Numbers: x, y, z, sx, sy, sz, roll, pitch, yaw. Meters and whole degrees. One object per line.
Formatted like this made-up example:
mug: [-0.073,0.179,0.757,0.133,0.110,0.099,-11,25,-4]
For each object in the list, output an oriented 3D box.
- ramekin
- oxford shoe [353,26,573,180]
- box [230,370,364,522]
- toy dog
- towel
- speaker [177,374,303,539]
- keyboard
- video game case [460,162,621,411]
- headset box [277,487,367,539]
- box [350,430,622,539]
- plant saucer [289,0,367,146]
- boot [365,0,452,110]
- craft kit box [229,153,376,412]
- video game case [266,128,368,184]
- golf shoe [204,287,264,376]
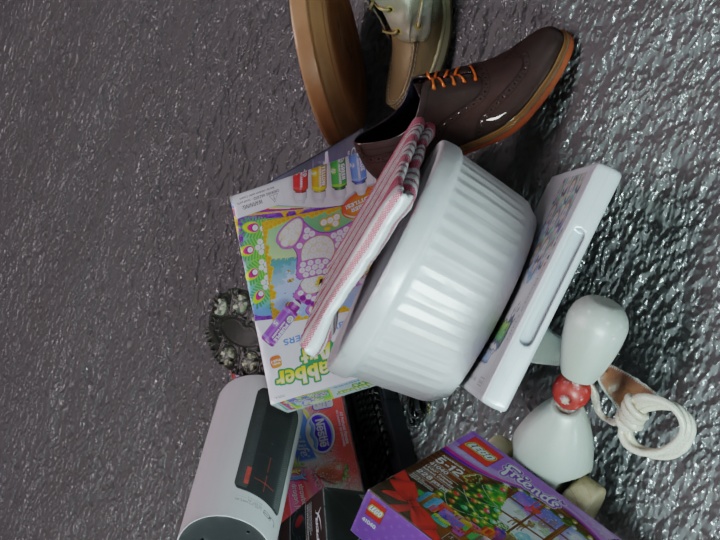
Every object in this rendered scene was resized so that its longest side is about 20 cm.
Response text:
ramekin: [0.058,0.008,1.264,0.203,0.094,0.202,-63,2,4]
oxford shoe: [0.084,-0.139,1.342,0.200,0.073,0.071,-39,27,9]
box: [-0.054,0.169,1.540,0.095,0.102,0.200,78,178,-52]
toy dog: [0.156,0.101,1.181,0.132,0.096,0.200,45,127,6]
towel: [0.011,-0.029,1.254,0.146,0.030,0.200,-60,4,22]
speaker: [-0.100,0.176,1.389,0.200,0.081,0.081,-79,12,-59]
keyboard: [0.022,0.120,1.525,0.127,0.021,0.200,-58,36,40]
video game case: [0.125,0.010,1.209,0.182,0.024,0.200,-64,2,-1]
headset box: [-0.008,0.260,1.395,0.200,0.148,0.075,-47,40,50]
box: [0.110,0.194,1.093,0.200,0.137,0.039,35,119,23]
plant saucer: [-0.027,-0.217,1.597,0.200,0.032,0.201,-9,-90,-79]
boot: [0.009,-0.252,1.510,0.072,0.154,0.200,20,100,63]
craft kit box: [0.000,0.000,1.413,0.200,0.049,0.198,-19,72,15]
video game case: [-0.042,-0.038,1.541,0.200,0.019,0.143,-22,63,58]
golf shoe: [-0.061,0.069,1.520,0.200,0.088,0.077,16,93,41]
